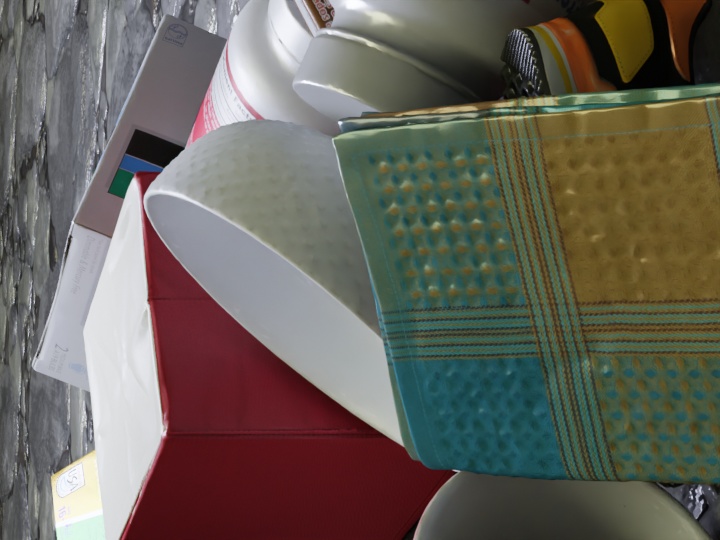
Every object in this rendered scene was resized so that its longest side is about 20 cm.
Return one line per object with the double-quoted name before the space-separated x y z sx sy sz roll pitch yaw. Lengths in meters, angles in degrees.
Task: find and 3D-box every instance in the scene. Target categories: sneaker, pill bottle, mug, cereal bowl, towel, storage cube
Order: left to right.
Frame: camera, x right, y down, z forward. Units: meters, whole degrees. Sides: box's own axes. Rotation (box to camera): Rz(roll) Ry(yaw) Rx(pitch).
"storage cube" -0.055 0.060 0.922 0.200 0.178 0.172 118 147 -52
"pill bottle" -0.035 -0.101 0.955 0.200 0.111 0.113 122 144 -53
"cereal bowl" 0.000 0.000 0.726 0.084 0.200 0.200 -51 15 -15
"pill bottle" 0.052 -0.147 0.653 0.201 0.112 0.112 -64 21 -4
"mug" 0.067 0.204 0.657 0.201 0.132 0.179 108 155 -46
"towel" 0.090 0.008 0.560 0.199 0.022 0.148 -2 109 34
"sneaker" 0.123 -0.011 0.613 0.070 0.089 0.202 -125 15 -70

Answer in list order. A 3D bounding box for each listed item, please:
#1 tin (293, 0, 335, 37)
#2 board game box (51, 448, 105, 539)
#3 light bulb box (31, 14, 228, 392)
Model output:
"tin" -0.006 -0.121 0.760 0.201 0.042 0.112 62 -175 -6
"board game box" -0.135 0.175 1.159 0.199 0.040 0.154 -32 48 18
"light bulb box" -0.134 -0.032 1.131 0.199 0.124 0.201 119 170 -52
